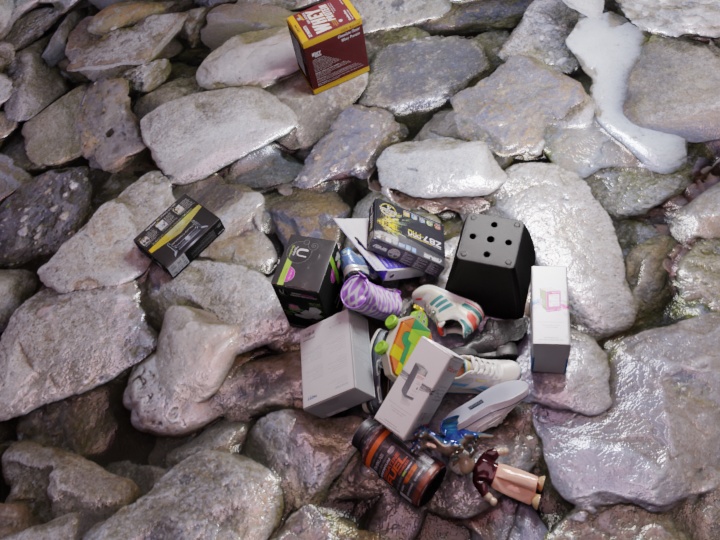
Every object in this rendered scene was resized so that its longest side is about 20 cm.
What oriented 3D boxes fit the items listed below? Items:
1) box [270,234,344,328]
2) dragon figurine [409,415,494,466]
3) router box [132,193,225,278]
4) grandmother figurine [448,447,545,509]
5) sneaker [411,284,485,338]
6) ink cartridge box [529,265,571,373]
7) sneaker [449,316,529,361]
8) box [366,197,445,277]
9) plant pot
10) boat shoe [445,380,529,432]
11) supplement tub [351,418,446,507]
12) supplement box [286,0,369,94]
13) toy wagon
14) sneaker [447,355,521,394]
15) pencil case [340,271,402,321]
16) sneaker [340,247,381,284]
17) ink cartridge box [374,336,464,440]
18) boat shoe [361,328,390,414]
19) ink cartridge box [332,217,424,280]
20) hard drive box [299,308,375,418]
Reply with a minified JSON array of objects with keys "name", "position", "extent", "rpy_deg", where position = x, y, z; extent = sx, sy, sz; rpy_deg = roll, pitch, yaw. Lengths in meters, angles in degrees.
[{"name":"box","position":[-0.116,0.034,1.746],"extent":[0.122,0.201,0.150],"rpy_deg":[10,60,15]},{"name":"dragon figurine","position":[0.194,0.344,1.511],"extent":[0.198,0.060,0.099],"rpy_deg":[-16,42,-37]},{"name":"router box","position":[-0.495,-0.098,1.983],"extent":[0.156,0.052,0.200],"rpy_deg":[34,69,27]},{"name":"grandmother figurine","position":[0.282,0.425,1.516],"extent":[0.197,0.061,0.122],"rpy_deg":[16,53,15]},{"name":"sneaker","position":[0.190,0.100,1.710],"extent":[0.198,0.071,0.094],"rpy_deg":[19,54,34]},{"name":"ink cartridge box","position":[0.426,0.109,1.639],"extent":[0.083,0.145,0.202],"rpy_deg":[1,58,12]},{"name":"sneaker","position":[0.296,0.160,1.684],"extent":[0.197,0.060,0.105],"rpy_deg":[-2,58,3]},{"name":"box","position":[0.114,-0.083,1.799],"extent":[0.198,0.049,0.162],"rpy_deg":[22,42,-14]},{"name":"plant pot","position":[0.309,-0.024,1.726],"extent":[0.197,0.178,0.202],"rpy_deg":[11,59,16]},{"name":"boat shoe","position":[0.282,0.308,1.586],"extent":[0.198,0.066,0.074],"rpy_deg":[-25,22,2]},{"name":"supplement tub","position":[0.076,0.400,1.538],"extent":[0.199,0.107,0.107],"rpy_deg":[32,67,26]},{"name":"supplement box","position":[-0.095,-0.685,2.203],"extent":[0.195,0.201,0.134],"rpy_deg":[-25,57,-7]},{"name":"toy wagon","position":[0.114,0.165,1.657],"extent":[0.039,0.155,0.202],"rpy_deg":[-11,46,47]},{"name":"sneaker","position":[0.264,0.231,1.628],"extent":[0.197,0.081,0.077],"rpy_deg":[-5,55,5]},{"name":"pencil case","position":[0.032,0.066,1.705],"extent":[0.084,0.199,0.086],"rpy_deg":[39,99,28]},{"name":"sneaker","position":[0.000,0.000,1.749],"extent":[0.075,0.200,0.078],"rpy_deg":[-22,72,6]},{"name":"ink cartridge box","position":[0.128,0.249,1.534],"extent":[0.084,0.146,0.201],"rpy_deg":[32,90,21]},{"name":"boat shoe","position":[0.050,0.229,1.661],"extent":[0.061,0.075,0.202],"rpy_deg":[-6,56,30]},{"name":"ink cartridge box","position":[0.044,-0.056,1.805],"extent":[0.198,0.044,0.199],"rpy_deg":[-3,44,-45]},{"name":"hard drive box","position":[-0.056,0.213,1.659],"extent":[0.155,0.077,0.202],"rpy_deg":[-26,51,28]}]
